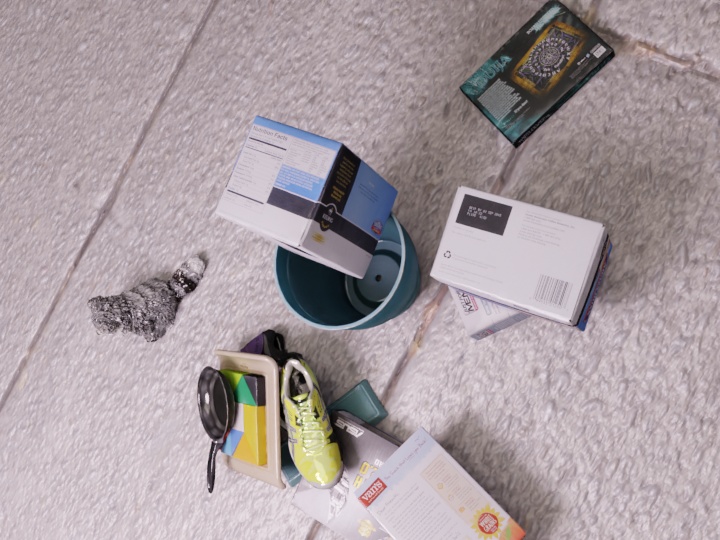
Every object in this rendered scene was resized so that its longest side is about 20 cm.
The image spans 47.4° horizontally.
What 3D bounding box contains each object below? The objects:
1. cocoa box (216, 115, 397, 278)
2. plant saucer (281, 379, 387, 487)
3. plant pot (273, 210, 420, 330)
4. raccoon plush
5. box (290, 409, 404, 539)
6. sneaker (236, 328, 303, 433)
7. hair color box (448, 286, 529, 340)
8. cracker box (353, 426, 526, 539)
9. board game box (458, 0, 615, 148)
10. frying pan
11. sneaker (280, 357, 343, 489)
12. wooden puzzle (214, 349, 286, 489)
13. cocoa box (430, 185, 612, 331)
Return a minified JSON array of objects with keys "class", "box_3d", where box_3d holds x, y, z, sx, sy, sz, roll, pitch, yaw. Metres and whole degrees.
[{"class":"cocoa box","box_3d":[-0.061,-0.088,1.040,0.133,0.200,0.132,21,87,25]},{"class":"plant saucer","box_3d":[-0.054,0.255,1.284,0.200,0.019,0.070,-39,68,12]},{"class":"plant pot","box_3d":[0.000,0.000,1.219,0.199,0.188,0.202,-4,78,20]},{"class":"raccoon plush","box_3d":[-0.372,0.035,1.389,0.097,0.134,0.201,34,94,25]},{"class":"box","box_3d":[0.016,0.321,1.216,0.199,0.048,0.159,27,91,19]},{"class":"sneaker","box_3d":[-0.118,0.174,1.289,0.087,0.076,0.200,-41,61,3]},{"class":"hair color box","box_3d":[0.233,0.014,1.192,0.199,0.061,0.100,-26,71,15]},{"class":"cracker box","box_3d":[0.106,0.332,1.113,0.134,0.058,0.200,-41,67,-12]},{"class":"board game box","box_3d":[0.267,-0.304,1.257,0.200,0.028,0.135,-43,67,10]},{"class":"frying pan","box_3d":[-0.216,0.241,1.263,0.115,0.031,0.191,-28,71,54]},{"class":"sneaker","box_3d":[-0.081,0.220,1.189,0.075,0.077,0.201,-22,62,-2]},{"class":"wooden puzzle","box_3d":[-0.177,0.225,1.260,0.185,0.037,0.202,-2,94,55]},{"class":"cocoa box","box_3d":[0.218,-0.014,1.098,0.199,0.131,0.134,18,87,24]}]
